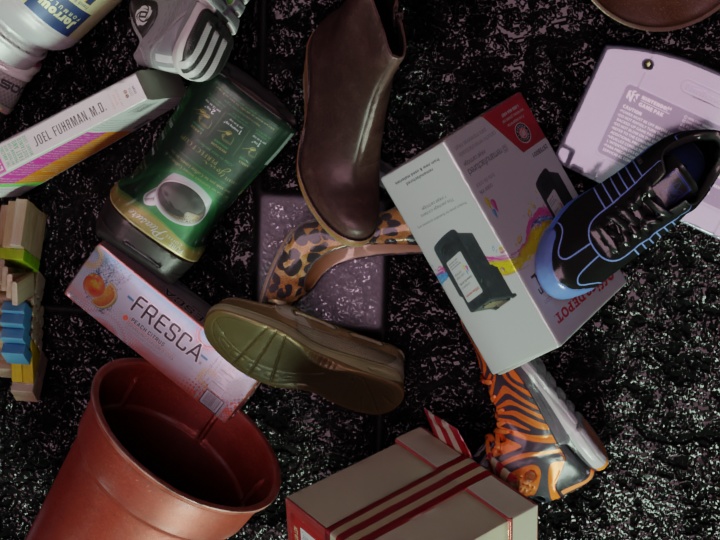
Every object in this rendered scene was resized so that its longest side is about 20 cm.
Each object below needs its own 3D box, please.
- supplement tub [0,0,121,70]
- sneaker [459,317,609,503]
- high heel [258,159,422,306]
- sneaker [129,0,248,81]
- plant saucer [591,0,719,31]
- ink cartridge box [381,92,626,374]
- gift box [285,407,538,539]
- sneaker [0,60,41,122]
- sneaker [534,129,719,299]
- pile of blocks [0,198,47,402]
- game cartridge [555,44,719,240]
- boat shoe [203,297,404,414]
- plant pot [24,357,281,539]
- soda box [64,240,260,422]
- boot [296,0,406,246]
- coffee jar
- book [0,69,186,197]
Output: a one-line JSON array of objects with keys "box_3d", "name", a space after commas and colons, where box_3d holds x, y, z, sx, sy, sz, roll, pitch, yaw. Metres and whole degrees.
[{"box_3d": [-0.269, -0.291, 1.335, 0.200, 0.145, 0.145, -40, 91, 12], "name": "supplement tub"}, {"box_3d": [0.131, 0.132, 1.375, 0.112, 0.078, 0.201, -36, 92, 11], "name": "sneaker"}, {"box_3d": [0.000, 0.000, 1.374, 0.142, 0.071, 0.201, 34, 94, 9], "name": "high heel"}, {"box_3d": [-0.149, -0.264, 1.344, 0.115, 0.075, 0.201, 9, 63, 35], "name": "sneaker"}, {"box_3d": [0.257, -0.308, 1.275, 0.198, 0.037, 0.203, -6, 108, -18], "name": "plant saucer"}, {"box_3d": [0.130, -0.034, 1.306, 0.082, 0.145, 0.201, -27, 95, 41], "name": "ink cartridge box"}, {"box_3d": [0.047, 0.251, 1.327, 0.200, 0.185, 0.186, 36, 136, 44], "name": "gift box"}, {"box_3d": [-0.406, -0.196, 1.408, 0.198, 0.074, 0.088, 22, 95, 0], "name": "sneaker"}, {"box_3d": [0.229, -0.053, 1.248, 0.200, 0.078, 0.070, -43, 97, -21], "name": "sneaker"}, {"box_3d": [-0.343, 0.029, 1.430, 0.061, 0.082, 0.202, 3, 100, 8], "name": "pile of blocks"}, {"box_3d": [0.289, -0.117, 1.332, 0.198, 0.041, 0.134, 26, 105, 4], "name": "game cartridge"}, {"box_3d": [-0.049, 0.068, 1.371, 0.199, 0.064, 0.073, 20, 134, -14], "name": "boat shoe"}, {"box_3d": [-0.209, 0.221, 1.393, 0.200, 0.201, 0.196, 36, 110, 2], "name": "plant pot"}, {"box_3d": [-0.179, 0.053, 1.415, 0.199, 0.068, 0.064, 39, 103, 0], "name": "soda box"}, {"box_3d": [-0.003, -0.140, 1.286, 0.072, 0.166, 0.202, -3, 68, -23], "name": "boot"}, {"box_3d": [-0.155, -0.090, 1.376, 0.104, 0.085, 0.200, 36, 103, -17], "name": "coffee jar"}, {"box_3d": [-0.265, -0.126, 1.367, 0.198, 0.134, 0.048, -25, 94, 11], "name": "book"}]
